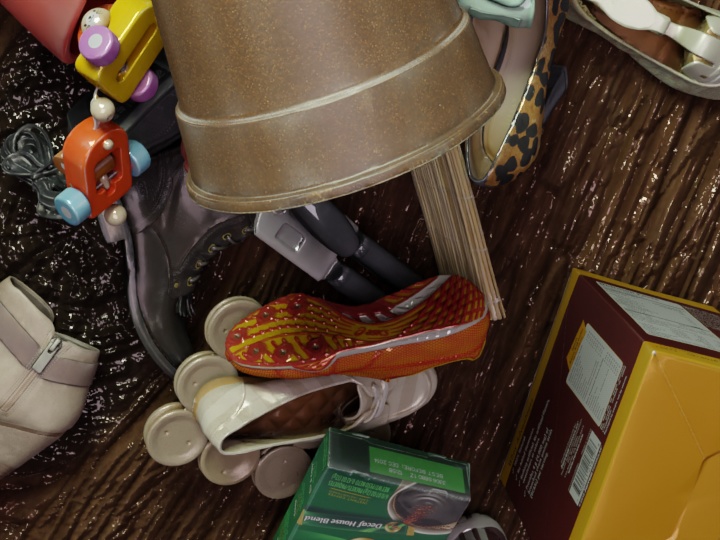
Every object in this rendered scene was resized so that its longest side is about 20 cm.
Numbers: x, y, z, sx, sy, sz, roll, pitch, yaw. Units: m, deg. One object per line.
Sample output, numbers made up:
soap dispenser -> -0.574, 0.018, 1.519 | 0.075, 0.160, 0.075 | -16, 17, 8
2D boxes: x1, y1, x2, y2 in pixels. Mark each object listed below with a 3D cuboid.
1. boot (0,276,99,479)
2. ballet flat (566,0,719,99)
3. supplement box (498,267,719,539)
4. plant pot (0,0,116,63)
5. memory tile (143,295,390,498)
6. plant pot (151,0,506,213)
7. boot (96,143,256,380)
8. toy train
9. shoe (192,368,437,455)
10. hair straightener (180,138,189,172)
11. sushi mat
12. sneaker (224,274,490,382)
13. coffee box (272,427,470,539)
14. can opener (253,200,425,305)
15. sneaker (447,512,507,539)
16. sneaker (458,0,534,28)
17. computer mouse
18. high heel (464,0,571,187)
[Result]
boot -> -0.306, 0.067, 0.994 | 0.199, 0.070, 0.147 | 36, 93, -16
ballet flat -> 0.233, -0.177, 0.981 | 0.198, 0.062, 0.068 | 20, 103, -12
supplement box -> 0.217, 0.132, 0.999 | 0.132, 0.200, 0.199 | 15, 104, -11
plant pot -> -0.206, -0.268, 0.847 | 0.177, 0.200, 0.201 | 35, 100, -5
memory tile -> -0.060, 0.111, 1.031 | 0.199, 0.017, 0.154 | 23, 103, -30
plant pot -> -0.037, -0.166, 0.735 | 0.199, 0.201, 0.200 | -19, 114, -1
boot -> -0.103, -0.027, 0.987 | 0.173, 0.069, 0.202 | -20, 115, -9
toy train -> -0.139, -0.129, 0.845 | 0.055, 0.151, 0.200 | 31, 59, 21
shoe -> -0.028, 0.107, 1.001 | 0.198, 0.053, 0.071 | -8, 117, -19
hair straightener -> -0.023, -0.094, 0.925 | 0.198, 0.077, 0.041 | -10, 88, 9
sushi mat -> 0.060, -0.064, 0.979 | 0.012, 0.096, 0.202 | -22, 109, -16
sneaker -> -0.001, 0.058, 0.962 | 0.198, 0.073, 0.077 | -5, 139, 3
coffee box -> -0.002, 0.216, 1.041 | 0.122, 0.044, 0.201 | 16, 129, -13
can opener -> 0.000, 0.000, 0.984 | 0.200, 0.066, 0.053 | 38, 87, -35
sneaker -> 0.126, 0.311, 1.086 | 0.075, 0.116, 0.201 | -28, 108, 2
sneaker -> 0.049, -0.173, 0.865 | 0.118, 0.074, 0.201 | 36, 108, 0
computer mouse -> -0.160, -0.114, 0.936 | 0.200, 0.138, 0.053 | -43, 129, -6
high heel -> 0.096, -0.164, 0.909 | 0.071, 0.143, 0.201 | 5, 133, 32
